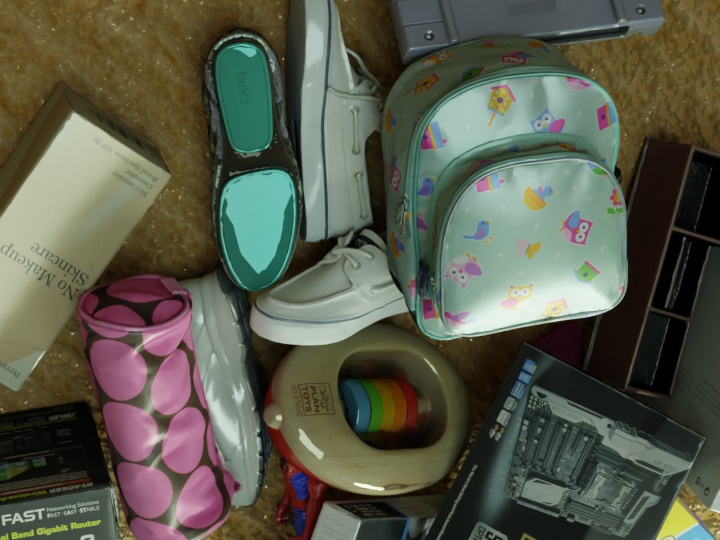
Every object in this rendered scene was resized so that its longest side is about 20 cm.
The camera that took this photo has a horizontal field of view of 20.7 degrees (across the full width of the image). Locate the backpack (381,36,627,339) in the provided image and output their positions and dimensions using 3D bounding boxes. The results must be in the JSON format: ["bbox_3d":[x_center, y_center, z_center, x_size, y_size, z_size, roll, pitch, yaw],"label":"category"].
[{"bbox_3d":[0.104,-0.059,1.403,0.174,0.153,0.202,-9,110,-9],"label":"backpack"}]

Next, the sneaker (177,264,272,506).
[{"bbox_3d":[-0.116,0.092,1.534,0.086,0.075,0.202,-8,110,7],"label":"sneaker"}]

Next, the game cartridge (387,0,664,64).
[{"bbox_3d":[0.114,-0.225,1.450,0.198,0.038,0.131,-9,74,-12],"label":"game cartridge"}]

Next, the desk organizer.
[{"bbox_3d":[0.245,0.002,1.556,0.071,0.077,0.202,15,91,-19],"label":"desk organizer"}]

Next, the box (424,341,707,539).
[{"bbox_3d":[0.151,0.180,1.511,0.157,0.050,0.201,28,91,13],"label":"box"}]

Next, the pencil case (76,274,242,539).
[{"bbox_3d":[-0.147,0.100,1.456,0.093,0.091,0.202,-19,122,-16],"label":"pencil case"}]

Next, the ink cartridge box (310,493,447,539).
[{"bbox_3d":[0.005,0.278,1.572,0.198,0.043,0.202,6,107,-57],"label":"ink cartridge box"}]

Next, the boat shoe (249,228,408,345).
[{"bbox_3d":[0.000,0.000,1.497,0.199,0.073,0.066,-20,126,-38],"label":"boat shoe"}]

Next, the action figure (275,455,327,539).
[{"bbox_3d":[-0.042,0.201,1.584,0.051,0.065,0.202,-13,114,-14],"label":"action figure"}]

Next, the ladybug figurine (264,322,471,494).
[{"bbox_3d":[-0.001,0.111,1.523,0.199,0.072,0.137,6,66,-41],"label":"ladybug figurine"}]

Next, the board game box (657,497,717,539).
[{"bbox_3d":[0.204,0.234,1.622,0.153,0.040,0.200,-41,143,5],"label":"board game box"}]

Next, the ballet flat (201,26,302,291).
[{"bbox_3d":[-0.081,-0.086,1.468,0.071,0.072,0.202,-8,113,-12],"label":"ballet flat"}]

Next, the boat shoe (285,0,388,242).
[{"bbox_3d":[-0.008,-0.119,1.473,0.085,0.075,0.204,-7,114,-12],"label":"boat shoe"}]

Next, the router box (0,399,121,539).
[{"bbox_3d":[-0.284,0.169,1.462,0.198,0.150,0.063,-9,112,-11],"label":"router box"}]

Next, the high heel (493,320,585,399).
[{"bbox_3d":[0.174,0.140,1.633,0.096,0.067,0.201,-40,121,-25],"label":"high heel"}]

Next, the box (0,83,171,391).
[{"bbox_3d":[-0.235,-0.024,1.444,0.095,0.078,0.201,31,99,-24],"label":"box"}]

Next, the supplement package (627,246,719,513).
[{"bbox_3d":[0.340,0.083,1.574,0.146,0.191,0.201,19,104,-21],"label":"supplement package"}]
